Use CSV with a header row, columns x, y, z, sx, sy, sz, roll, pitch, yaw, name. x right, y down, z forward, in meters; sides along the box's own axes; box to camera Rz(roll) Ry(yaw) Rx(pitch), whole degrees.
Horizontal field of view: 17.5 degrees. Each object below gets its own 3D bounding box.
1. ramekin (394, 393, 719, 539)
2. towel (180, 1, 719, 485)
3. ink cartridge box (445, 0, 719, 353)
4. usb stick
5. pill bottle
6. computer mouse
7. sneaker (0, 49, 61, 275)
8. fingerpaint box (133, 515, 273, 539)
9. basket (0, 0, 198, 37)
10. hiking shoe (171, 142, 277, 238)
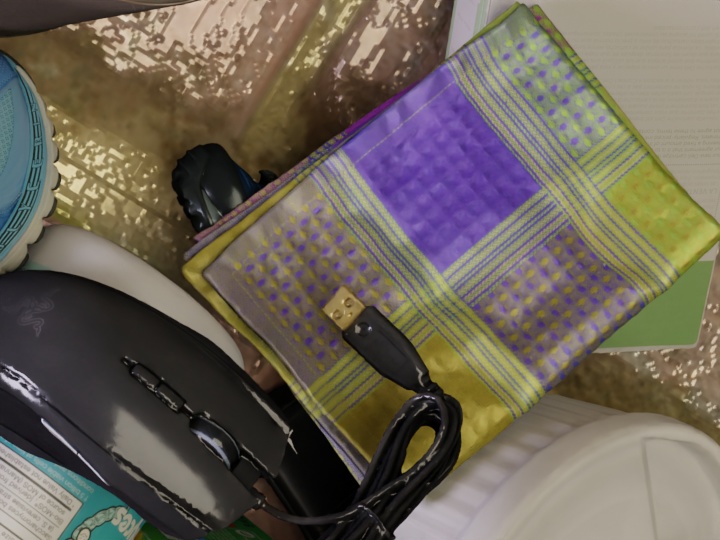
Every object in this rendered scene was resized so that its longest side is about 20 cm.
x,y,z,sx,sy,sz,roll,pitch,yaw,name
0.076,0.146,1.032,0.202,0.094,0.203,-18,118,-36,ramekin
0.041,-0.008,0.985,0.200,0.023,0.144,-37,85,-14,towel
0.107,-0.058,1.092,0.145,0.048,0.201,-2,121,-19,ink cartridge box
0.013,0.136,1.095,0.055,0.033,0.200,-39,109,-20,usb stick
-0.144,0.088,0.969,0.111,0.111,0.200,41,75,-20,pill bottle
-0.054,0.040,0.901,0.200,0.046,0.140,37,61,11,computer mouse
-0.183,-0.019,0.933,0.090,0.078,0.200,51,41,-46,sneaker
-0.070,0.199,0.986,0.073,0.200,0.167,10,94,-22,fingerpaint box
-0.102,-0.165,0.917,0.180,0.200,0.136,-42,109,-10,basket
0.000,0.000,1.044,0.087,0.074,0.200,-46,116,2,hiking shoe
